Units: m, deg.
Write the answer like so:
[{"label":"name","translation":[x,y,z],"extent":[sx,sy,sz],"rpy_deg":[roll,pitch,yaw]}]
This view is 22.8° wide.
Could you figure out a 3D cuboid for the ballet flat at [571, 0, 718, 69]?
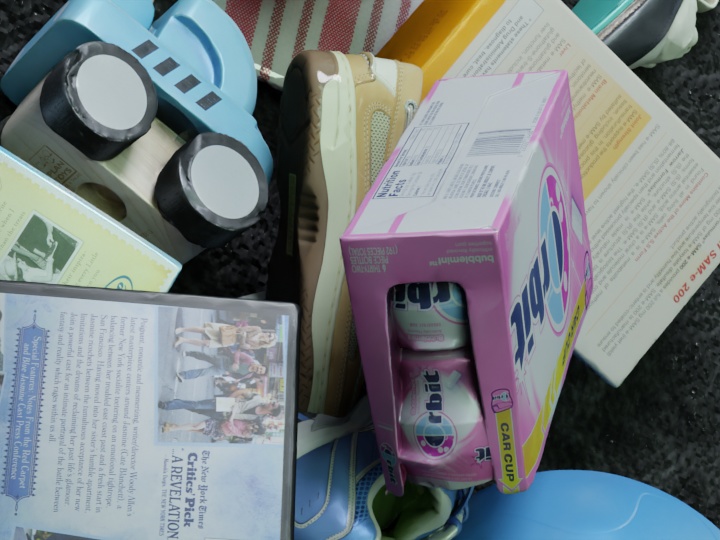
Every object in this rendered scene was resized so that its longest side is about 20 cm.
[{"label":"ballet flat","translation":[0.176,-0.164,1.027],"extent":[0.073,0.073,0.201],"rpy_deg":[42,60,-15]}]

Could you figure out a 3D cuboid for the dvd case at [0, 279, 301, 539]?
[{"label":"dvd case","translation":[-0.123,0.074,0.699],"extent":[0.198,0.018,0.144],"rpy_deg":[5,67,-8]}]

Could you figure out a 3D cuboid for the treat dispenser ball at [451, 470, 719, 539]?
[{"label":"treat dispenser ball","translation":[0.099,0.195,0.832],"extent":[0.200,0.201,0.203],"rpy_deg":[6,77,-28]}]

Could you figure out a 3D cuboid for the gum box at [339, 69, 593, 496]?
[{"label":"gum box","translation":[0.051,0.001,0.771],"extent":[0.200,0.066,0.114],"rpy_deg":[-59,143,-61]}]

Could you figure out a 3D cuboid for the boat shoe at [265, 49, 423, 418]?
[{"label":"boat shoe","translation":[0.000,0.000,0.834],"extent":[0.076,0.072,0.202],"rpy_deg":[1,104,-20]}]

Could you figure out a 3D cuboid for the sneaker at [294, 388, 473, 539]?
[{"label":"sneaker","translation":[0.025,0.093,0.811],"extent":[0.199,0.077,0.076],"rpy_deg":[-25,130,-46]}]

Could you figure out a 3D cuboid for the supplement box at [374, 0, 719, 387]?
[{"label":"supplement box","translation":[0.094,-0.053,0.921],"extent":[0.200,0.074,0.126],"rpy_deg":[41,89,-22]}]

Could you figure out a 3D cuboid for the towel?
[{"label":"towel","translation":[0.011,-0.143,0.954],"extent":[0.199,0.030,0.147],"rpy_deg":[21,72,-23]}]

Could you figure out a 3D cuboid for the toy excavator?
[{"label":"toy excavator","translation":[-0.111,-0.117,0.853],"extent":[0.194,0.100,0.201],"rpy_deg":[39,50,-16]}]

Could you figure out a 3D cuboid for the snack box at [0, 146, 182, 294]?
[{"label":"snack box","translation":[-0.175,0.051,0.744],"extent":[0.116,0.037,0.201],"rpy_deg":[33,85,-6]}]

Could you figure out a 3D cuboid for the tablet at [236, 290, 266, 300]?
[{"label":"tablet","translation":[-0.080,0.086,0.838],"extent":[0.199,0.014,0.131],"rpy_deg":[-15,90,-45]}]
